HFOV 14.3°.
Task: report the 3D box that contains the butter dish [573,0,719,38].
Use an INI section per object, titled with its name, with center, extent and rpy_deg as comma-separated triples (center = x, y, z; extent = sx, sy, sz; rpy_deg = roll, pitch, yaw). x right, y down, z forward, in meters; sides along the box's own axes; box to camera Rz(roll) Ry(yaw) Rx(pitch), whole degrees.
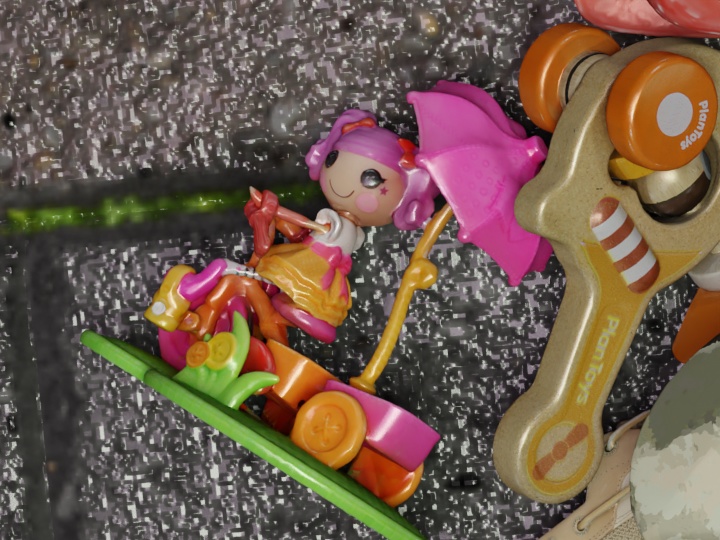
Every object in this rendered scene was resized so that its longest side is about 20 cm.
[butter dish]
center = 0.179, -0.163, 1.121
extent = 0.199, 0.148, 0.200
rpy_deg = 0, 118, 5

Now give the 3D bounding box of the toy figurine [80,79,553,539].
[toy figurine]
center = 0.000, 0.000, 1.235
extent = 0.200, 0.150, 0.184
rpy_deg = 29, 85, 36

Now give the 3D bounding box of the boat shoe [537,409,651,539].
[boat shoe]
center = 0.122, 0.093, 1.212
extent = 0.065, 0.071, 0.200
rpy_deg = 48, 111, 15

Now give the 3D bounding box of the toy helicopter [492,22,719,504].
[toy helicopter]
center = 0.112, 0.003, 1.186
extent = 0.079, 0.132, 0.201
rpy_deg = 25, 95, 54

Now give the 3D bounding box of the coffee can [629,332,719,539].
[coffee can]
center = 0.211, 0.124, 1.114
extent = 0.146, 0.147, 0.200
rpy_deg = -26, 128, 13
